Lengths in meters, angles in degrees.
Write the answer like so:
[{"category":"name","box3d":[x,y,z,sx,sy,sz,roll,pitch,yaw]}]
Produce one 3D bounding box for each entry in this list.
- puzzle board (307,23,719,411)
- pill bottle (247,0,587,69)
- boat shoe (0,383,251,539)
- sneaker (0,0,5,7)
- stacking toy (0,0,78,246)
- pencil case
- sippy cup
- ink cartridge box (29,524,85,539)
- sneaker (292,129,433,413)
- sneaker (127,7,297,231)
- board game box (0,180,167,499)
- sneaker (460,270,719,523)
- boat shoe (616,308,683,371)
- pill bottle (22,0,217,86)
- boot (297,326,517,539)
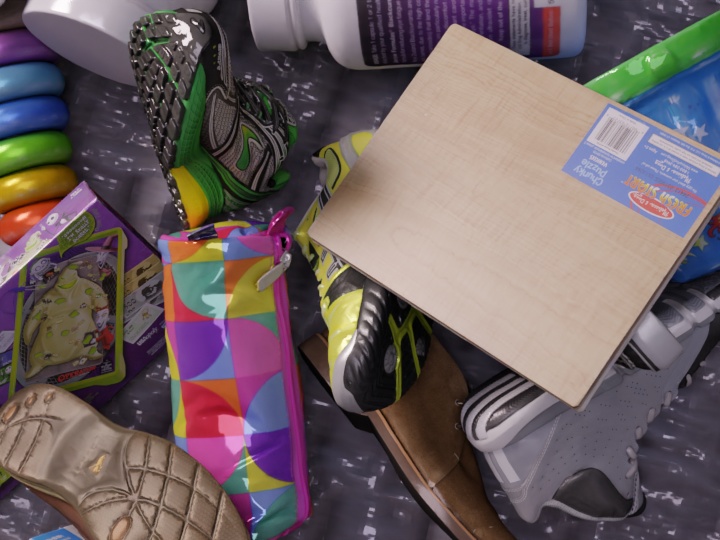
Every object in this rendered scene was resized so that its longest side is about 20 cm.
[{"category":"puzzle board","box3d":[0.083,-0.035,0.795,0.200,0.017,0.151,33,86,33]},{"category":"pill bottle","box3d":[0.034,-0.180,0.893,0.199,0.111,0.112,-3,84,5]},{"category":"boat shoe","box3d":[-0.131,0.134,0.852,0.200,0.068,0.072,28,71,32]},{"category":"sneaker","box3d":[-0.220,-0.251,0.863,0.084,0.073,0.201,20,83,-36]},{"category":"stacking toy","box3d":[-0.209,-0.067,0.927,0.085,0.085,0.201,-17,90,3]},{"category":"pencil case","box3d":[-0.073,0.064,0.878,0.088,0.088,0.201,-4,96,5]},{"category":"sippy cup","box3d":[0.192,-0.068,0.862,0.177,0.140,0.131,-28,91,9]},{"category":"ink cartridge box","box3d":[-0.104,0.224,0.864,0.199,0.116,0.067,25,88,7]},{"category":"sneaker","box3d":[0.000,0.000,0.880,0.076,0.076,0.201,-7,49,19]},{"category":"sneaker","box3d":[-0.084,-0.096,0.858,0.085,0.200,0.078,-20,72,-7]},{"category":"board game box","box3d":[-0.202,0.052,0.895,0.200,0.120,0.032,-42,47,-1]},{"category":"sneaker","box3d":[0.164,0.084,0.887,0.200,0.075,0.116,-29,106,-10]},{"category":"boat shoe","box3d":[0.107,0.025,0.838,0.064,0.200,0.071,-47,118,-5]},{"category":"pill bottle","box3d":[-0.125,-0.222,0.898,0.115,0.116,0.201,19,78,7]},{"category":"boot","box3d":[0.050,0.103,0.889,0.075,0.074,0.200,-36,80,-9]}]
